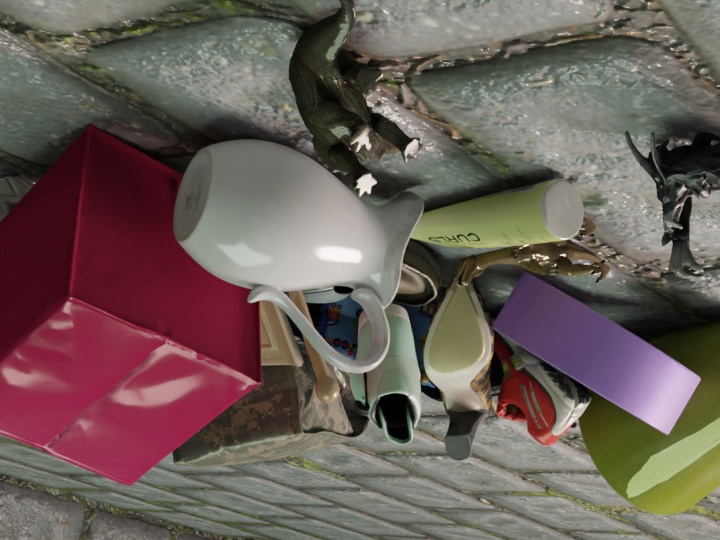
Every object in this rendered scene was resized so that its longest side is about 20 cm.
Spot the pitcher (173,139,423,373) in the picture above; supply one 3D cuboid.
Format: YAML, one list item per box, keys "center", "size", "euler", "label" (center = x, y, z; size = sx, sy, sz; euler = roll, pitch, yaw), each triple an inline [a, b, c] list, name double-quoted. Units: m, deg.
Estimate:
- center: [-0.054, -0.013, 1.176]
  size: [0.198, 0.173, 0.121]
  euler: [17, 156, -26]
  label: "pitcher"

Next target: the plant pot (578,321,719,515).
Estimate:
- center: [0.361, 0.135, 1.466]
  size: [0.186, 0.189, 0.200]
  euler: [17, 146, -25]
  label: "plant pot"

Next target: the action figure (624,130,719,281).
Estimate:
- center: [0.282, -0.043, 1.046]
  size: [0.198, 0.103, 0.119]
  euler: [14, 173, -22]
  label: "action figure"

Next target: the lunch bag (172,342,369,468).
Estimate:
- center: [-0.098, 0.154, 1.562]
  size: [0.163, 0.119, 0.200]
  euler: [-16, 165, 21]
  label: "lunch bag"

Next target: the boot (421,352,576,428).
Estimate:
- center: [0.186, 0.142, 1.697]
  size: [0.199, 0.077, 0.168]
  euler: [-10, 151, 31]
  label: "boot"

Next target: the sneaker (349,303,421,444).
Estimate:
- center: [0.026, 0.137, 1.405]
  size: [0.073, 0.119, 0.201]
  euler: [-5, 144, 2]
  label: "sneaker"

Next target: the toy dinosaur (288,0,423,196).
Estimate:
- center: [-0.017, -0.118, 0.984]
  size: [0.102, 0.077, 0.200]
  euler: [36, 167, 39]
  label: "toy dinosaur"

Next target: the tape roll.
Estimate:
- center: [0.228, 0.080, 1.365]
  size: [0.199, 0.066, 0.200]
  euler: [31, -179, 0]
  label: "tape roll"

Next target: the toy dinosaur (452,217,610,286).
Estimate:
- center: [0.177, -0.017, 1.271]
  size: [0.198, 0.059, 0.101]
  euler: [-2, 180, -34]
  label: "toy dinosaur"

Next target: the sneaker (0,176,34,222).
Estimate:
- center: [-0.315, -0.013, 1.416]
  size: [0.199, 0.080, 0.129]
  euler: [36, 160, -25]
  label: "sneaker"

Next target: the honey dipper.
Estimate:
- center: [-0.058, 0.021, 1.252]
  size: [0.038, 0.202, 0.038]
  euler: [-18, 174, -2]
  label: "honey dipper"

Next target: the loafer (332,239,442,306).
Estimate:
- center: [0.000, 0.000, 1.336]
  size: [0.199, 0.070, 0.075]
  euler: [23, 142, -37]
  label: "loafer"

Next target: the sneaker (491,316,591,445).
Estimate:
- center: [0.168, 0.117, 1.507]
  size: [0.077, 0.085, 0.200]
  euler: [27, -166, -27]
  label: "sneaker"

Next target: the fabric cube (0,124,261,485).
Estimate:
- center: [-0.219, 0.035, 1.239]
  size: [0.199, 0.197, 0.199]
  euler: [29, 130, -30]
  label: "fabric cube"

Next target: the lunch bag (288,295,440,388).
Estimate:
- center: [-0.010, 0.058, 1.552]
  size: [0.149, 0.095, 0.200]
  euler: [18, 174, -22]
  label: "lunch bag"

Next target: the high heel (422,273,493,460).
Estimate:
- center: [0.108, 0.080, 1.462]
  size: [0.071, 0.202, 0.143]
  euler: [3, -161, 10]
  label: "high heel"

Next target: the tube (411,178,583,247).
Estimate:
- center: [0.108, -0.040, 1.225]
  size: [0.199, 0.052, 0.058]
  euler: [-7, 123, 52]
  label: "tube"

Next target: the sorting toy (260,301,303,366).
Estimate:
- center: [-0.159, 0.014, 1.406]
  size: [0.198, 0.037, 0.186]
  euler: [0, 121, 32]
  label: "sorting toy"

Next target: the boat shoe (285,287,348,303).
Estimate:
- center: [-0.100, -0.002, 1.430]
  size: [0.198, 0.072, 0.062]
  euler: [-6, 140, 21]
  label: "boat shoe"
